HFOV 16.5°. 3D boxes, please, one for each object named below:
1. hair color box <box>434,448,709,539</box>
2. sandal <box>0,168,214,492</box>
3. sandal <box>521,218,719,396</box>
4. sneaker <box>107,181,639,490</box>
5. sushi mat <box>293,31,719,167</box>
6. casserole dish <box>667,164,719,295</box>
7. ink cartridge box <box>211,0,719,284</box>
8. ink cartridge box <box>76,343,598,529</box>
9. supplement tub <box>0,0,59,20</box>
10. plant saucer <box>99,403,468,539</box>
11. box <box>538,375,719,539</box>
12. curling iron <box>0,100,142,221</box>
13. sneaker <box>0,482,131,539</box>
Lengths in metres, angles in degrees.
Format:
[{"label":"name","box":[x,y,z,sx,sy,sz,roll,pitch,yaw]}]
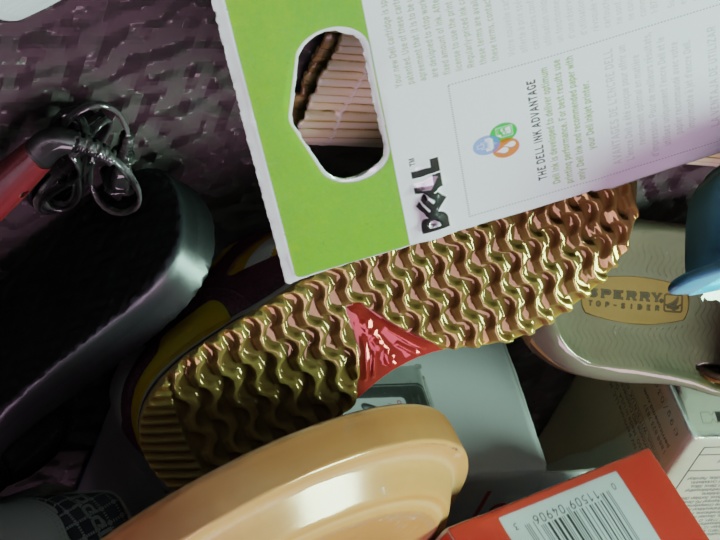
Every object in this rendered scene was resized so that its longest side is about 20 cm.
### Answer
[{"label":"hair color box","box":[0.043,0.158,0.967,0.110,0.064,0.200,-17,157,-38]},{"label":"sandal","box":[-0.121,0.044,0.869,0.200,0.076,0.048,-35,136,22]},{"label":"sandal","box":[0.156,0.010,0.940,0.198,0.081,0.054,1,174,-19]},{"label":"sneaker","box":[0.000,0.000,0.872,0.199,0.090,0.075,-28,115,-8]},{"label":"sushi mat","box":[0.077,-0.071,0.856,0.199,0.012,0.096,2,142,-27]},{"label":"casserole dish","box":[0.191,-0.036,0.810,0.198,0.039,0.121,-14,174,-9]},{"label":"ink cartridge box","box":[0.053,-0.094,0.744,0.198,0.076,0.148,-17,141,-3]},{"label":"ink cartridge box","box":[-0.005,0.088,0.992,0.198,0.067,0.116,-1,142,-24]},{"label":"supplement tub","box":[-0.027,-0.159,0.581,0.199,0.133,0.132,-27,145,12]},{"label":"plant saucer","box":[-0.046,0.117,0.869,0.199,0.032,0.201,-29,161,-11]},{"label":"box","box":[0.127,0.094,1.051,0.094,0.078,0.201,-1,142,-24]},{"label":"curling iron","box":[-0.146,0.007,0.851,0.200,0.026,0.049,-37,137,26]},{"label":"sneaker","box":[-0.133,0.121,0.936,0.080,0.077,0.200,-33,-178,-18]}]
